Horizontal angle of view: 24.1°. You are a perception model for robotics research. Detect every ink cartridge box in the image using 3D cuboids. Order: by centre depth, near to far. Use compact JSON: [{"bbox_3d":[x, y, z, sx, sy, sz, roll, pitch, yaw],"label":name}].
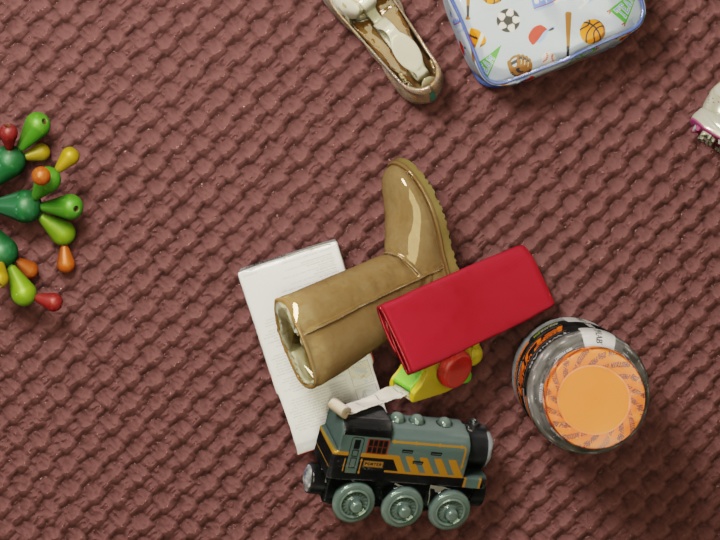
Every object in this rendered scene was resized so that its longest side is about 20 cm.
[{"bbox_3d":[-0.047,0.079,1.755,0.109,0.050,0.201,-17,95,-1],"label":"ink cartridge box"}]

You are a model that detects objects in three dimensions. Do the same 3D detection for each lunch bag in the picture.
[{"bbox_3d":[0.187,-0.286,1.724,0.199,0.076,0.161,-23,92,1],"label":"lunch bag"}]

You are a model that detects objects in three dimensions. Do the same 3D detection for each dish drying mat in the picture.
[{"bbox_3d":[0.108,0.038,1.717,0.199,0.018,0.077,-23,87,-32],"label":"dish drying mat"}]

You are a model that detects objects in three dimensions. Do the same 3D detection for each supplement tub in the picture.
[{"bbox_3d":[0.220,0.115,1.687,0.122,0.200,0.123,0,93,-1],"label":"supplement tub"}]

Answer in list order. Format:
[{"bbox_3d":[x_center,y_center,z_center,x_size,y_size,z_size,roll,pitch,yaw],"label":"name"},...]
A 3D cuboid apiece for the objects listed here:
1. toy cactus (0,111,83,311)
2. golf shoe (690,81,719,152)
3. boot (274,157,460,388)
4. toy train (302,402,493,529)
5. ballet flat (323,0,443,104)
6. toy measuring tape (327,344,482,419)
[{"bbox_3d":[-0.368,-0.061,1.727,0.164,0.102,0.201,4,102,8],"label":"toy cactus"},{"bbox_3d":[0.443,-0.134,1.740,0.199,0.075,0.092,30,89,-4],"label":"golf shoe"},{"bbox_3d":[0.000,0.000,1.700,0.199,0.066,0.176,-26,97,-26],"label":"boot"},{"bbox_3d":[0.042,0.198,1.724,0.199,0.085,0.114,7,112,-18],"label":"toy train"},{"bbox_3d":[0.020,-0.258,1.725,0.068,0.067,0.200,-41,93,1],"label":"ballet flat"},{"bbox_3d":[0.052,0.096,1.712,0.199,0.073,0.074,-13,95,-39],"label":"toy measuring tape"}]
